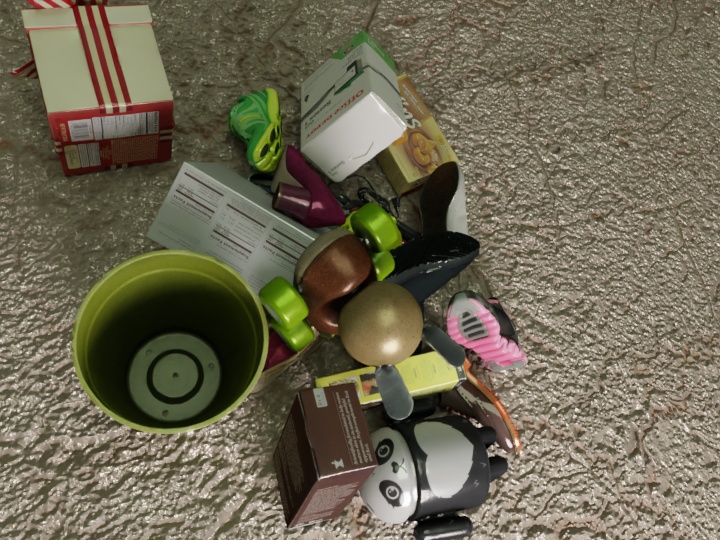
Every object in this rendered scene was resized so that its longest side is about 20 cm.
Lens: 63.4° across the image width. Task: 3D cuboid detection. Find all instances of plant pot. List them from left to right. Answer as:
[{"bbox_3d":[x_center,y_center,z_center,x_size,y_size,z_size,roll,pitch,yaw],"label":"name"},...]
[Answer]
[{"bbox_3d":[-0.223,0.105,0.703,0.199,0.193,0.202,6,66,-15],"label":"plant pot"}]

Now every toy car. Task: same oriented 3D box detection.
[{"bbox_3d":[0.016,0.059,0.650,0.164,0.158,0.200,-40,71,-16],"label":"toy car"}]

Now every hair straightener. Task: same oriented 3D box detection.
[{"bbox_3d":[0.033,-0.090,0.934,0.199,0.041,0.077,32,60,-16],"label":"hair straightener"}]

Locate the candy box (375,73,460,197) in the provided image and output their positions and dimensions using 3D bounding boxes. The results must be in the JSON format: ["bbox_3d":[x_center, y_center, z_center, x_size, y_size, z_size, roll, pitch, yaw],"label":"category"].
[{"bbox_3d":[0.074,-0.240,1.024,0.115,0.055,0.201,-23,75,-25],"label":"candy box"}]

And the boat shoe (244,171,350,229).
[{"bbox_3d":[-0.090,-0.108,0.911,0.199,0.062,0.073,13,64,-12],"label":"boat shoe"}]

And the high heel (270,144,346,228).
[{"bbox_3d":[-0.074,-0.116,0.825,0.096,0.068,0.201,18,30,-16],"label":"high heel"}]

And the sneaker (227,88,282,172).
[{"bbox_3d":[-0.166,-0.217,0.918,0.083,0.074,0.201,-6,42,-2],"label":"sneaker"}]

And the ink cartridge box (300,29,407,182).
[{"bbox_3d":[-0.017,-0.255,0.902,0.084,0.146,0.201,37,31,-34],"label":"ink cartridge box"}]

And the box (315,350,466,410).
[{"bbox_3d":[0.041,0.156,0.805,0.199,0.075,0.050,-13,70,-4],"label":"box"}]

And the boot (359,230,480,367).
[{"bbox_3d":[0.080,0.045,0.845,0.199,0.169,0.076,-21,39,-24],"label":"boot"}]

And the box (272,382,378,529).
[{"bbox_3d":[-0.049,0.225,0.694,0.074,0.200,0.101,-5,56,-20],"label":"box"}]

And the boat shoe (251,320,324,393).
[{"bbox_3d":[-0.096,0.091,0.819,0.074,0.069,0.200,43,62,4],"label":"boat shoe"}]

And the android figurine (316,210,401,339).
[{"bbox_3d":[0.000,0.000,0.834,0.041,0.183,0.200,20,51,27],"label":"android figurine"}]

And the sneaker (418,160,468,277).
[{"bbox_3d":[0.140,-0.080,0.947,0.085,0.072,0.201,40,53,-45],"label":"sneaker"}]

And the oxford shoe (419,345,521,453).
[{"bbox_3d":[0.157,0.194,0.865,0.072,0.071,0.200,-35,74,-10],"label":"oxford shoe"}]

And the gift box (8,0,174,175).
[{"bbox_3d":[-0.378,-0.265,0.821,0.199,0.185,0.188,-11,73,-28],"label":"gift box"}]

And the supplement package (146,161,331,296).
[{"bbox_3d":[-0.154,-0.050,0.797,0.199,0.156,0.111,31,99,-3],"label":"supplement package"}]

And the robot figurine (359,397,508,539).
[{"bbox_3d":[0.092,0.260,0.774,0.199,0.150,0.126,-4,108,-19],"label":"robot figurine"}]

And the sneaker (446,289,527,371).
[{"bbox_3d":[0.189,0.074,0.882,0.200,0.079,0.096,45,42,-42],"label":"sneaker"}]
